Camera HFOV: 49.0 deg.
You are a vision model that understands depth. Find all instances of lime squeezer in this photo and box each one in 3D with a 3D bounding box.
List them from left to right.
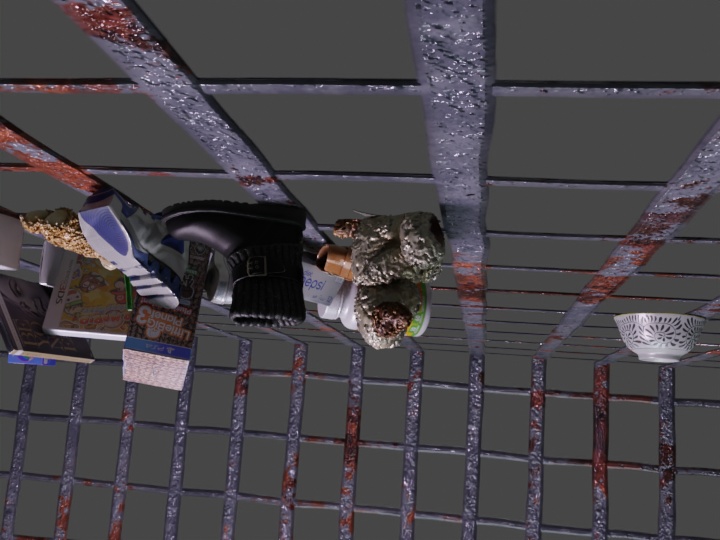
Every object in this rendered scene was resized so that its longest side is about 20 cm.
[{"bbox_3d":[-0.348,-0.040,1.142,0.037,0.071,0.203,-12,130,-7],"label":"lime squeezer"}]

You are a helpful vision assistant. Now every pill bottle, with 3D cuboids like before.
[{"bbox_3d":[0.025,0.057,1.463,0.196,0.114,0.111,7,170,-17],"label":"pill bottle"}]

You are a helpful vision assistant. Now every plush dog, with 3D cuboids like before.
[{"bbox_3d":[0.034,0.020,1.076,0.157,0.176,0.200,4,171,4],"label":"plush dog"}]

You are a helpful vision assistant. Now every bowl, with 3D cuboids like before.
[{"bbox_3d":[0.674,0.155,1.782,0.196,0.096,0.201,5,169,1],"label":"bowl"}]

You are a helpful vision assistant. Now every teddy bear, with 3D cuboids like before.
[{"bbox_3d":[-0.424,-0.047,1.214,0.142,0.068,0.200,4,170,16],"label":"teddy bear"}]

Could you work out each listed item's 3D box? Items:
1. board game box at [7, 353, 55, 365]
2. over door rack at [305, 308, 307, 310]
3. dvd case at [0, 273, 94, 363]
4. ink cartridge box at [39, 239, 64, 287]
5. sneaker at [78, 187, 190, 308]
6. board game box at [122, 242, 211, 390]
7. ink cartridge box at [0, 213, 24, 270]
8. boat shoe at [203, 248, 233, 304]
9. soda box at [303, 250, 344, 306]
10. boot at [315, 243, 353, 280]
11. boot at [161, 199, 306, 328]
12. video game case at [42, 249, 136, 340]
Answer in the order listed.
[{"bbox_3d":[-0.846,0.143,2.059,0.132,0.205,0.045,0,170,27],"label":"board game box"},{"bbox_3d":[-0.105,0.048,1.601,0.195,0.068,0.148,2,170,13],"label":"over door rack"},{"bbox_3d":[-0.534,0.080,1.313,0.016,0.150,0.200,-34,161,10],"label":"dvd case"},{"bbox_3d":[-0.520,0.007,1.506,0.142,0.087,0.200,7,171,-11],"label":"ink cartridge box"},{"bbox_3d":[-0.301,-0.053,1.104,0.079,0.117,0.201,-3,138,26],"label":"sneaker"},{"bbox_3d":[-0.300,0.060,1.225,0.095,0.204,0.160,12,155,-12],"label":"board game box"},{"bbox_3d":[-0.650,-0.053,1.225,0.196,0.088,0.147,2,170,22],"label":"ink cartridge box"},{"bbox_3d":[-0.213,0.010,1.289,0.067,0.073,0.200,18,-176,-18],"label":"boat shoe"},{"bbox_3d":[-0.111,0.001,1.288,0.068,0.064,0.199,37,-170,34],"label":"soda box"},{"bbox_3d":[0.000,0.000,1.287,0.151,0.075,0.200,5,158,-12],"label":"boot"},{"bbox_3d":[-0.171,-0.008,1.055,0.206,0.162,0.079,4,170,3],"label":"boot"},{"bbox_3d":[-0.416,0.031,1.336,0.195,0.185,0.023,5,147,-5],"label":"video game case"}]
